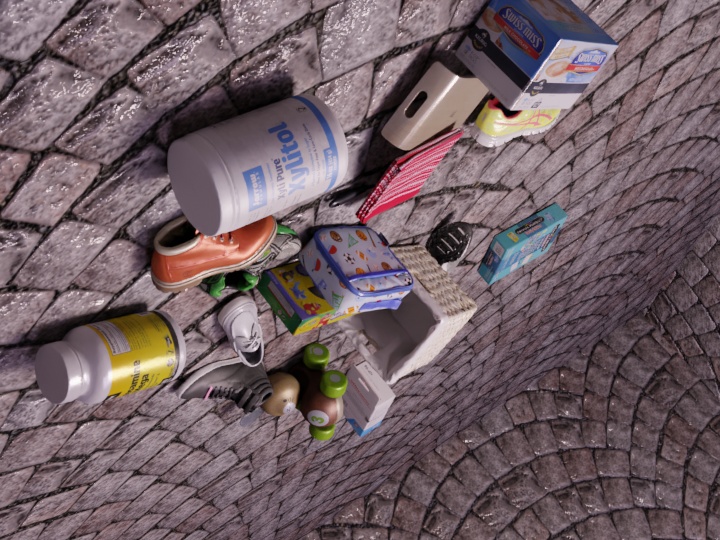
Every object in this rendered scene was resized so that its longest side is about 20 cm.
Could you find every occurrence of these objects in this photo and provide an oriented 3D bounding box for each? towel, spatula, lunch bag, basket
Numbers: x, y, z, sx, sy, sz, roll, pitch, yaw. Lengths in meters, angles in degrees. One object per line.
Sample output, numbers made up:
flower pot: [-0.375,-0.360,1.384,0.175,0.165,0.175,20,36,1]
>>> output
towel: [0.078,-0.152,1.625,0.144,0.023,0.200,-30,170,-29]
spatula: [0.023,-0.137,1.668,0.199,0.021,0.057,-21,161,-36]
lunch bag: [0.000,0.000,1.716,0.200,0.160,0.076,-7,144,-52]
basket: [0.087,0.077,1.974,0.161,0.198,0.200,-16,149,-53]

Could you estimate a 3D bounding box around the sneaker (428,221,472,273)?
sneaker: [0.180,-0.044,2.066,0.079,0.074,0.200,-35,167,-35]

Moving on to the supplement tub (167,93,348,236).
supplement tub: [-0.127,-0.136,1.270,0.199,0.132,0.132,-27,156,-31]

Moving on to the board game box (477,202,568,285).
board game box: [0.384,-0.063,2.377,0.199,0.047,0.151,-28,156,-27]

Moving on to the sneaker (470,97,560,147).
sneaker: [0.282,-0.283,1.724,0.199,0.078,0.091,-29,150,-28]

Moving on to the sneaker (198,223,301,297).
sneaker: [-0.169,-0.009,1.525,0.199,0.085,0.078,-23,154,-36]

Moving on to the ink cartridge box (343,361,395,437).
ink cartridge box: [0.014,0.299,2.411,0.068,0.116,0.200,-27,157,-30]

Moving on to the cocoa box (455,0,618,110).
cocoa box: [0.268,-0.334,1.511,0.200,0.134,0.131,-12,146,-51]

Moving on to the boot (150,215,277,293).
boot: [-0.204,-0.047,1.415,0.199,0.075,0.107,-28,152,-23]

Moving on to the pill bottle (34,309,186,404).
pill bottle: [-0.361,0.128,1.450,0.199,0.113,0.113,-13,148,-48]

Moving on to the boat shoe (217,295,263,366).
boat shoe: [-0.201,0.112,1.741,0.072,0.069,0.200,-30,158,-21]

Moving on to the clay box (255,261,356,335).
clay box: [-0.069,0.034,1.736,0.199,0.115,0.048,-18,151,-44]

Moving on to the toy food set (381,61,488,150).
toy food set: [0.124,-0.262,1.546,0.144,0.060,0.200,-50,165,28]

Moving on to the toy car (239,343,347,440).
toy car: [-0.149,0.266,2.057,0.199,0.158,0.165,-11,136,-29]

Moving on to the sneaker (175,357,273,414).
sneaker: [-0.242,0.224,1.861,0.199,0.099,0.071,-15,151,-44]
